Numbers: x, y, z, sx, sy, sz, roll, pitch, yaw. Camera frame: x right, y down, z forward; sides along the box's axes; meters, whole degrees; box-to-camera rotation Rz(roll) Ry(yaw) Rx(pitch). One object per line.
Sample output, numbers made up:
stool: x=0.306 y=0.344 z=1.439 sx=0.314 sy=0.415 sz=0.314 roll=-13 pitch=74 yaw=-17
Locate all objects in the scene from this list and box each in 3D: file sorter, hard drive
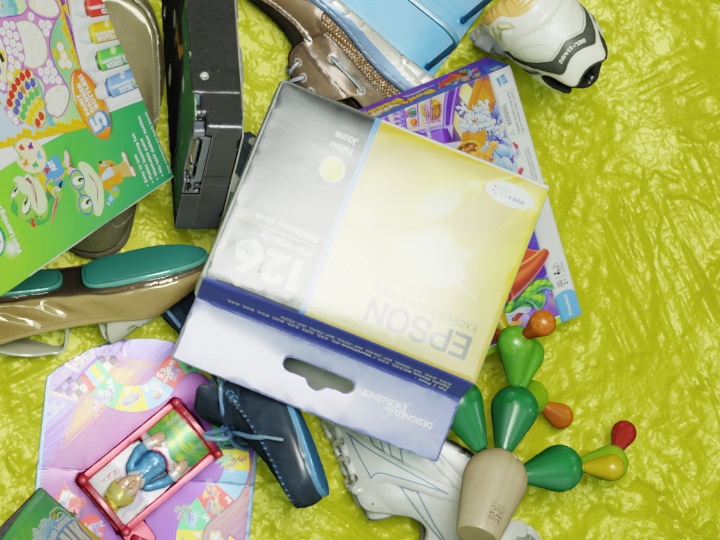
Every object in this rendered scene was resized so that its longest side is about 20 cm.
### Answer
file sorter: x=0.066 y=-0.266 z=1.312 sx=0.139 sy=0.123 sz=0.200 roll=38 pitch=79 yaw=-7
hard drive: x=-0.109 y=-0.147 z=1.227 sx=0.038 sy=0.140 sz=0.200 roll=1 pitch=62 yaw=-11

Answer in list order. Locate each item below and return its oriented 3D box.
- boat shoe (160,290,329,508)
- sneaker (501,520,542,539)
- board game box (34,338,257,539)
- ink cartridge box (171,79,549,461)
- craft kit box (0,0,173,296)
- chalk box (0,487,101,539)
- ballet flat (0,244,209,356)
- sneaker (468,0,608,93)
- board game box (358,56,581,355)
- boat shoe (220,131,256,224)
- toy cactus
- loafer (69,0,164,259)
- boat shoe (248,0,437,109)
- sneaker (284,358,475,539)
boat shoe: x=-0.085 y=0.089 z=1.265 sx=0.069 sy=0.084 sz=0.200 roll=-27 pitch=56 yaw=-4
sneaker: x=0.120 y=0.271 z=1.315 sx=0.099 sy=0.078 sz=0.200 roll=-22 pitch=111 yaw=28
board game box: x=-0.151 y=0.148 z=1.278 sx=0.158 sy=0.039 sz=0.200 roll=6 pitch=85 yaw=-11
ink cartridge box: x=0.000 y=0.000 z=1.202 sx=0.197 sy=0.047 sz=0.200 roll=21 pitch=80 yaw=-4
craft kit box: x=-0.225 y=-0.106 z=1.139 sx=0.197 sy=0.048 sz=0.200 roll=-40 pitch=116 yaw=-44
chalk box: x=-0.226 y=0.241 z=1.197 sx=0.200 sy=0.124 sz=0.125 roll=44 pitch=107 yaw=-5
ballet flat: x=-0.198 y=0.024 z=1.266 sx=0.200 sy=0.069 sz=0.063 roll=-7 pitch=114 yaw=-1
sneaker: x=0.131 y=-0.162 z=1.282 sx=0.076 sy=0.200 sz=0.088 roll=-43 pitch=92 yaw=9
board game box: x=0.068 y=-0.036 z=1.302 sx=0.134 sy=0.045 sz=0.200 roll=-23 pitch=111 yaw=-12
boat shoe: x=-0.041 y=-0.019 z=1.285 sx=0.062 sy=0.075 sz=0.200 roll=-35 pitch=67 yaw=-27
toy cactus: x=0.113 y=0.117 z=1.266 sx=0.200 sy=0.102 sz=0.165 roll=40 pitch=53 yaw=-28
loafer: x=-0.176 y=-0.109 z=1.278 sx=0.076 sy=0.067 sz=0.200 roll=4 pitch=86 yaw=-12
boat shoe: x=-0.019 y=-0.150 z=1.312 sx=0.200 sy=0.072 sz=0.072 roll=37 pitch=87 yaw=-3
sneaker: x=0.014 y=0.130 z=1.300 sx=0.200 sy=0.075 sz=0.087 roll=42 pitch=85 yaw=-5
